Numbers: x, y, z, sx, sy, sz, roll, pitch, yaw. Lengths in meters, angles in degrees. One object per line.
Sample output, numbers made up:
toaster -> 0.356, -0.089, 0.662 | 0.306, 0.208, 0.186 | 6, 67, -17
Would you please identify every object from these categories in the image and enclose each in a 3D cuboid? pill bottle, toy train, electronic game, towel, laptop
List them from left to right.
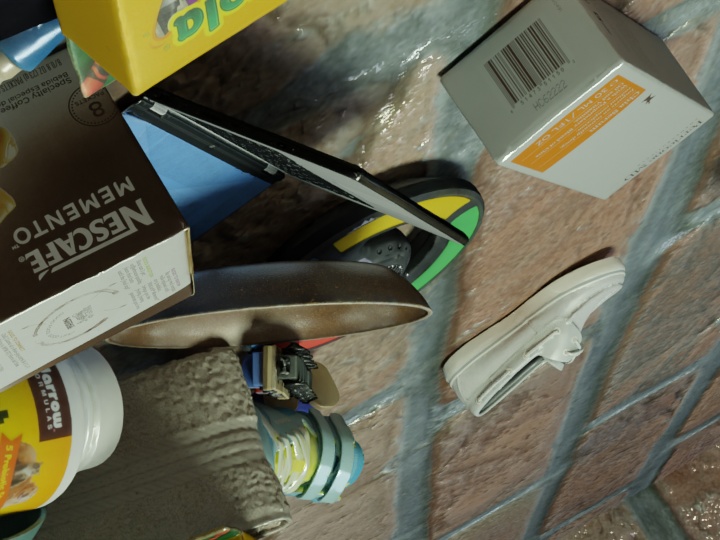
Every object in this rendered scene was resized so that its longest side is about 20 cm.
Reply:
pill bottle -> -0.231, 0.089, 0.908 | 0.200, 0.109, 0.109 | -8, 150, -51
towel -> -0.156, 0.131, 1.043 | 0.200, 0.133, 0.034 | -17, 155, -8
laptop -> -0.074, -0.018, 0.889 | 0.116, 0.200, 0.187 | -67, 158, 0
toy train -> -0.056, 0.073, 1.155 | 0.046, 0.034, 0.200 | 1, 173, 1
electronic game -> 0.000, 0.000, 1.150 | 0.200, 0.042, 0.200 | -29, 161, -11

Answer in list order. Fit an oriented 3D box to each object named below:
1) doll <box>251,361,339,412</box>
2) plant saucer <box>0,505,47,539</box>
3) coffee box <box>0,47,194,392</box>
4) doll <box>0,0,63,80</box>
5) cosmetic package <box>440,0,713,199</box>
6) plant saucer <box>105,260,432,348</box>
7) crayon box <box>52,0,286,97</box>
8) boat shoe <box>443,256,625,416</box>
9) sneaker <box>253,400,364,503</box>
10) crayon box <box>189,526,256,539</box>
doll -> -0.102, 0.145, 1.339 | 0.136, 0.049, 0.200 | -2, 147, -37
plant saucer -> -0.280, 0.159, 0.937 | 0.199, 0.036, 0.200 | 0, -175, 0
coffee box -> -0.188, -0.002, 0.742 | 0.200, 0.115, 0.080 | -27, 160, -14
doll -> -0.141, -0.113, 0.618 | 0.200, 0.048, 0.137 | -27, 151, -34
cosmetic package -> 0.144, -0.111, 1.054 | 0.101, 0.071, 0.200 | -39, 160, 20
plant saucer -> -0.056, 0.021, 0.998 | 0.200, 0.032, 0.200 | -4, 171, -1
crayon box -> -0.054, -0.150, 0.574 | 0.127, 0.051, 0.200 | -37, 149, -22
boat shoe -> 0.171, 0.064, 1.530 | 0.200, 0.069, 0.072 | -34, 161, 6
sneaker -> -0.051, 0.133, 1.170 | 0.200, 0.130, 0.080 | -144, -110, -76
crayon box -> -0.109, 0.213, 1.010 | 0.127, 0.051, 0.200 | -20, 160, 5
